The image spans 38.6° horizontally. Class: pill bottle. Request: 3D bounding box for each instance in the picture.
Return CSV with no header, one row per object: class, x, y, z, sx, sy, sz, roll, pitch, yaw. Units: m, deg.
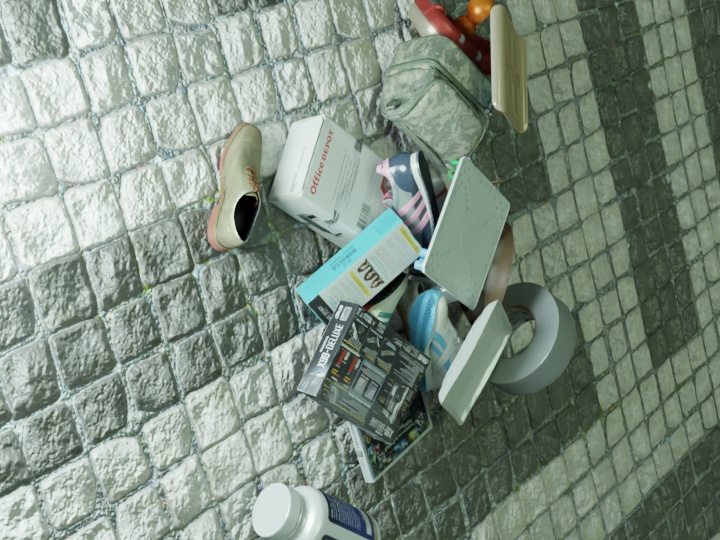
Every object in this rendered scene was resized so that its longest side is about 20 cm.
pill bottle,-0.069,0.397,1.580,0.200,0.110,0.112,35,64,-38
pill bottle,0.125,-0.050,1.793,0.114,0.113,0.202,-38,115,-39

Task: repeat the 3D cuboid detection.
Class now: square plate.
square plate,0.196,0.159,1.771,0.201,0.028,0.198,-60,157,-9

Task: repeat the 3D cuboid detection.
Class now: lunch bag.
lunch bag,0.132,-0.284,1.796,0.200,0.139,0.169,38,66,-38

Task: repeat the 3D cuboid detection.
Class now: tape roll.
tape roll,0.296,0.126,1.894,0.066,0.199,0.202,32,66,-39

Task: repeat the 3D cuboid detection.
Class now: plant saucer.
plant saucer,0.221,0.006,1.856,0.036,0.200,0.202,15,75,-10

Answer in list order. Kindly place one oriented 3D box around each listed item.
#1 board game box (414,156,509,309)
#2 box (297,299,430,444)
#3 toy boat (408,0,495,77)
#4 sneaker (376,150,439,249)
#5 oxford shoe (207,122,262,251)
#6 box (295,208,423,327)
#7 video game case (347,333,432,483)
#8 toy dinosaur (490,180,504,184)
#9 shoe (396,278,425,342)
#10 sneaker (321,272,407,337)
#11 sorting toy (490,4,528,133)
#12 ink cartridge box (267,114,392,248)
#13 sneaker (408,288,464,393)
board game box,0.171,-0.059,1.709,0.200,0.026,0.202,34,73,-53
box,0.010,0.164,1.629,0.200,0.050,0.159,37,73,-39
toy boat,0.189,-0.437,1.843,0.199,0.131,0.131,34,21,-39
sneaker,0.081,-0.102,1.676,0.070,0.081,0.202,-72,152,-55
oxford shoe,-0.169,-0.126,1.530,0.070,0.074,0.202,18,75,-42
box,0.000,0.000,1.636,0.200,0.049,0.082,-40,130,-1
video game case,0.044,0.231,1.746,0.200,0.023,0.184,-32,110,-50
toy dinosaur,0.191,-0.106,1.861,0.060,0.105,0.201,-53,161,-54
shoe,0.111,0.098,1.796,0.201,0.053,0.070,64,32,-28
sneaker,0.012,0.083,1.712,0.200,0.070,0.094,-49,144,-29
sorting toy,0.260,-0.353,1.829,0.200,0.036,0.187,13,75,-68
ink cartridge box,-0.038,-0.135,1.655,0.199,0.082,0.148,33,65,-40
sneaker,0.132,0.112,1.744,0.080,0.077,0.202,-15,128,-19
